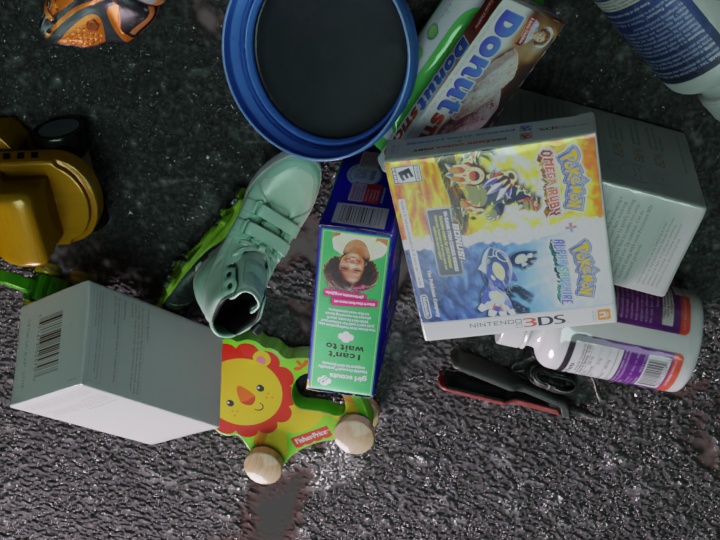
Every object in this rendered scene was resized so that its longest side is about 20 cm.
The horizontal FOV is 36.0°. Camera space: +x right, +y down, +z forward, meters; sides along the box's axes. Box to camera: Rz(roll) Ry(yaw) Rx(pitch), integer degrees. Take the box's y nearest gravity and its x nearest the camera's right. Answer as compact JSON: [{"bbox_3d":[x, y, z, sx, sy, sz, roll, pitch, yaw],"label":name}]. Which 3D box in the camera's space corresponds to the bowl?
[{"bbox_3d":[-0.037,-0.205,1.038,0.201,0.039,0.201,9,110,25],"label":"bowl"}]

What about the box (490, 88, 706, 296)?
[{"bbox_3d":[0.209,-0.080,1.067,0.200,0.152,0.106,15,125,-2],"label":"box"}]

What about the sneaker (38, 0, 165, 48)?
[{"bbox_3d":[-0.290,-0.280,1.038,0.200,0.078,0.112,37,118,-17],"label":"sneaker"}]

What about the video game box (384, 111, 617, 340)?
[{"bbox_3d":[0.129,-0.033,0.991,0.182,0.047,0.200,-8,123,11],"label":"video game box"}]

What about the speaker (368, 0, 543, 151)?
[{"bbox_3d":[0.085,-0.195,1.047,0.088,0.088,0.200,30,121,-12],"label":"speaker"}]

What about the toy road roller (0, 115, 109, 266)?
[{"bbox_3d":[-0.365,-0.075,1.139,0.200,0.146,0.123,-2,122,8],"label":"toy road roller"}]

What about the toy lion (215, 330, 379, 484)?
[{"bbox_3d":[-0.102,0.147,1.310,0.200,0.069,0.192,-21,111,18],"label":"toy lion"}]

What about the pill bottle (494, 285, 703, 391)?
[{"bbox_3d":[0.249,0.057,1.176,0.200,0.111,0.111,12,123,-1],"label":"pill bottle"}]

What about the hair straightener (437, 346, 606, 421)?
[{"bbox_3d":[0.194,0.129,1.270,0.200,0.041,0.077,19,123,-6],"label":"hair straightener"}]

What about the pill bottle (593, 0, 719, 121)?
[{"bbox_3d":[0.290,-0.228,0.979,0.111,0.111,0.200,-37,112,26],"label":"pill bottle"}]

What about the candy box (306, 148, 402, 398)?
[{"bbox_3d":[0.000,0.000,1.133,0.077,0.169,0.200,8,123,6],"label":"candy box"}]

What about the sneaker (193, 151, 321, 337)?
[{"bbox_3d":[-0.092,-0.021,1.110,0.074,0.118,0.200,27,107,-28],"label":"sneaker"}]

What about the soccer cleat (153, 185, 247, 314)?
[{"bbox_3d":[-0.152,-0.006,1.209,0.081,0.068,0.200,36,117,-18],"label":"soccer cleat"}]

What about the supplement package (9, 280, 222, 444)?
[{"bbox_3d":[-0.258,0.106,1.202,0.117,0.117,0.200,-19,150,33],"label":"supplement package"}]

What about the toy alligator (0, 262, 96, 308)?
[{"bbox_3d":[-0.316,0.036,1.266,0.200,0.059,0.054,16,168,-12],"label":"toy alligator"}]

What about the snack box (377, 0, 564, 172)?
[{"bbox_3d":[0.097,-0.160,1.007,0.072,0.024,0.200,15,127,-31],"label":"snack box"}]
